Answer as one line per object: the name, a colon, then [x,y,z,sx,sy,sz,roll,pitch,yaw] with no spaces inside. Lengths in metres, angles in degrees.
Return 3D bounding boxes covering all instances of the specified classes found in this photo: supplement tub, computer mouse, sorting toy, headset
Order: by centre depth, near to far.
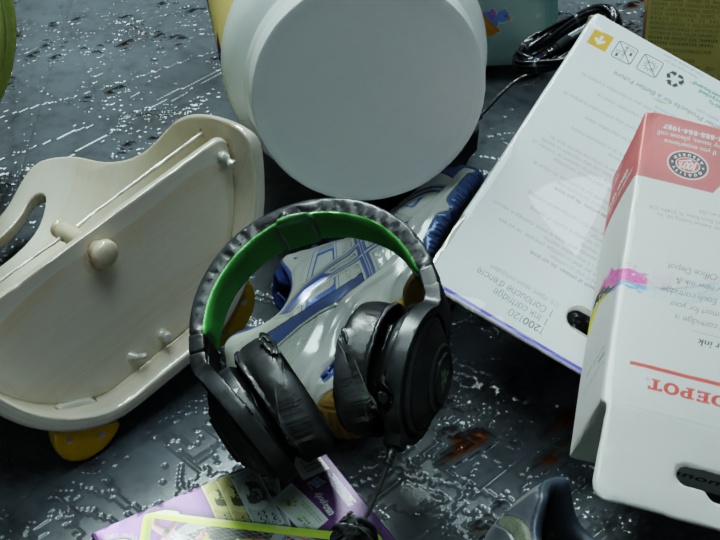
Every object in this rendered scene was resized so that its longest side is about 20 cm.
headset: [-0.016,0.051,0.736,0.123,0.094,0.201,-17,60,6]
sorting toy: [-0.168,-0.002,0.866,0.200,0.107,0.180,-39,41,-27]
supplement tub: [-0.010,-0.136,0.910,0.145,0.146,0.200,-7,28,-6]
computer mouse: [0.070,-0.103,0.967,0.200,0.034,0.059,-37,39,-6]

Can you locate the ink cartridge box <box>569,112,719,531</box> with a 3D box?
ink cartridge box: [0.166,0.036,0.754,0.116,0.068,0.201,15,61,0]

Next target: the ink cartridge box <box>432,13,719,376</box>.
ink cartridge box: [0.157,-0.012,0.838,0.198,0.043,0.200,31,62,8]

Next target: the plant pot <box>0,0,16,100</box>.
plant pot: [-0.275,-0.092,0.872,0.200,0.201,0.184,-12,34,-12]

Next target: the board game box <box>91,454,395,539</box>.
board game box: [-0.024,0.162,0.708,0.120,0.032,0.200,-18,41,-24]

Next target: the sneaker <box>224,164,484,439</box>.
sneaker: [0.000,0.000,0.866,0.088,0.076,0.200,16,42,21]

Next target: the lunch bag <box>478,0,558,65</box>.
lunch bag: [0.045,-0.238,1.049,0.170,0.201,0.122,-1,34,-1]

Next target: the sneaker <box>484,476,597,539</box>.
sneaker: [0.117,0.159,0.644,0.200,0.081,0.074,34,19,30]

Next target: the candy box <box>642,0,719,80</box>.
candy box: [0.212,-0.224,1.030,0.056,0.201,0.117,6,40,9]
